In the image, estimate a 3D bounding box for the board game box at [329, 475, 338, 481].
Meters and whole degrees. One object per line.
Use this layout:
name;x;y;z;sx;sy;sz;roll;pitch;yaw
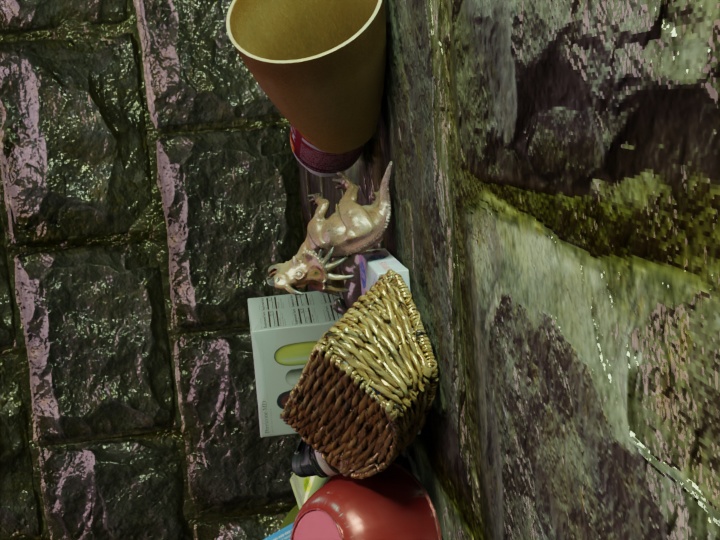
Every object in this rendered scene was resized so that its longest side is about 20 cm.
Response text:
board game box;-0.008;0.322;1.422;0.201;0.133;0.045;-103;-12;-48

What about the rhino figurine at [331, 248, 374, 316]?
rhino figurine;0.000;0.000;1.416;0.087;0.059;0.203;36;133;56

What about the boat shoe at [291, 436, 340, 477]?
boat shoe;-0.037;0.201;1.263;0.075;0.066;0.200;56;-155;-17

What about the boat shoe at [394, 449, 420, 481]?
boat shoe;0.036;0.251;1.280;0.200;0.071;0.067;-110;20;-64

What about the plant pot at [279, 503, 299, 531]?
plant pot;-0.024;0.434;1.634;0.200;0.185;0.189;124;142;-56

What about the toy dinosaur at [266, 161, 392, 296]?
toy dinosaur;-0.018;-0.042;1.242;0.086;0.199;0.136;43;-158;-35

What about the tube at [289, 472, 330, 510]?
tube;-0.044;0.250;1.398;0.201;0.052;0.058;-58;-9;22

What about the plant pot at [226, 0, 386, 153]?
plant pot;-0.045;-0.242;1.200;0.201;0.184;0.188;71;-174;-52

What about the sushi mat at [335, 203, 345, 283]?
sushi mat;-0.031;-0.020;1.904;0.096;0.012;0.202;96;166;-55

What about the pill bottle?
pill bottle;-0.045;-0.203;1.420;0.200;0.111;0.115;112;151;-77

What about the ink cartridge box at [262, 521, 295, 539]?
ink cartridge box;-0.021;0.409;1.285;0.202;0.145;0.086;63;-174;16

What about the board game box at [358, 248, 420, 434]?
board game box;0.035;0.085;1.267;0.200;0.041;0.202;-131;36;-80

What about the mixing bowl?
mixing bowl;-0.013;0.324;1.156;0.199;0.108;0.203;-11;75;47

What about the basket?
basket;0.020;0.124;1.116;0.142;0.149;0.201;39;144;8

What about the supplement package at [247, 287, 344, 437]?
supplement package;-0.078;0.148;1.642;0.147;0.197;0.194;-112;17;-69
